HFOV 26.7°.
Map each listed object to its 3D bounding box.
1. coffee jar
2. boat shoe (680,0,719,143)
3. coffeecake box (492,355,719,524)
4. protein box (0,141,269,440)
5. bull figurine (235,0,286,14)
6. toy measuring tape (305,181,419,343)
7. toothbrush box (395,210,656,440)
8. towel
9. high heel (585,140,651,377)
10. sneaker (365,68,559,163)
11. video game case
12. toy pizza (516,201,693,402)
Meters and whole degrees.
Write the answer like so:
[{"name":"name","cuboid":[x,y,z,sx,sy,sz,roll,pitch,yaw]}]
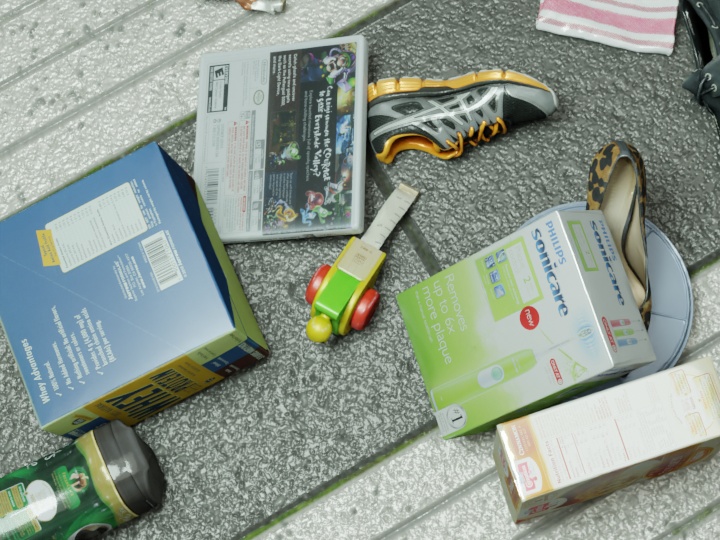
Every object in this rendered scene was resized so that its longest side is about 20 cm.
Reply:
[{"name":"coffee jar","cuboid":[-0.281,0.215,1.405,0.198,0.104,0.086,-26,72,-5]},{"name":"boat shoe","cuboid":[0.349,-0.193,1.497,0.065,0.075,0.202,2,71,-5]},{"name":"coffeecake box","cuboid":[0.223,0.156,1.369,0.197,0.154,0.074,-18,74,-2]},{"name":"protein box","cuboid":[-0.224,0.026,1.425,0.198,0.135,0.200,-27,74,4]},{"name":"bull figurine","cuboid":[-0.110,-0.363,1.575,0.120,0.065,0.202,18,77,11]},{"name":"toy measuring tape","cuboid":[0.000,0.000,1.484,0.073,0.074,0.201,27,55,10]},{"name":"toothbrush box","cuboid":[0.147,0.051,1.381,0.199,0.086,0.147,-27,75,35]},{"name":"towel","cuboid":[0.267,-0.328,1.566,0.144,0.030,0.203,11,76,7]},{"name":"high heel","cuboid":[0.235,-0.012,1.387,0.070,0.143,0.203,-3,75,2]},{"name":"sneaker","cuboid":[0.099,-0.150,1.505,0.197,0.078,0.078,-4,73,13]},{"name":"video game case","cuboid":[-0.080,-0.129,1.510,0.179,0.023,0.203,-4,73,19]},{"name":"toy pizza","cuboid":[0.222,0.032,1.467,0.197,0.032,0.203,-1,76,3]}]
